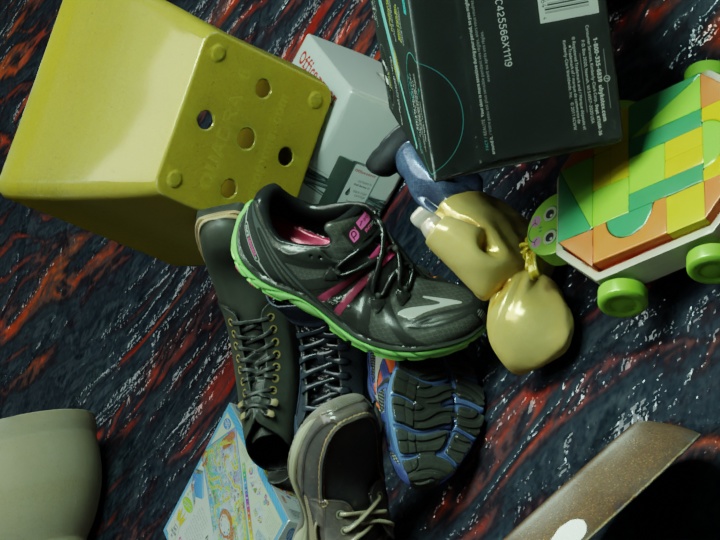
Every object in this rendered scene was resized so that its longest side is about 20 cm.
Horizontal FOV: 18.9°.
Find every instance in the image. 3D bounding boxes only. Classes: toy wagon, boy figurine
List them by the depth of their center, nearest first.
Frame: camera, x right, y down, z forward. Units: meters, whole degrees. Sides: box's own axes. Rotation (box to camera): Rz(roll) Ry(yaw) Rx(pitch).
[{"bbox_3d":[0.176,-0.046,1.393,0.200,0.040,0.156,-23,47,35],"label":"toy wagon"},{"bbox_3d":[0.088,-0.016,1.507,0.064,0.124,0.200,-45,64,28],"label":"boy figurine"}]

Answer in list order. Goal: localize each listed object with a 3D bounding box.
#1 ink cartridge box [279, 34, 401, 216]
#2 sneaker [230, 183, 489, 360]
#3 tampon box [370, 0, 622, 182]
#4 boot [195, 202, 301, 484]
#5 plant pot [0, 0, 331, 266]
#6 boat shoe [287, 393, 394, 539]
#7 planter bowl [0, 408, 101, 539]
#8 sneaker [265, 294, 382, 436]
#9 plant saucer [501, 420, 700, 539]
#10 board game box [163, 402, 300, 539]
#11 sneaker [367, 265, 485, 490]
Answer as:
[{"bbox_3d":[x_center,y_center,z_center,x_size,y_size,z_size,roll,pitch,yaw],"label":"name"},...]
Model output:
[{"bbox_3d":[-0.039,-0.081,1.832,0.200,0.083,0.147,-61,27,14],"label":"ink cartridge box"},{"bbox_3d":[0.000,0.000,1.532,0.077,0.199,0.084,-59,-12,-45],"label":"sneaker"},{"bbox_3d":[0.081,-0.165,1.428,0.200,0.126,0.151,-114,14,-70],"label":"tampon box"},{"bbox_3d":[-0.079,0.057,1.697,0.077,0.200,0.139,-11,46,20],"label":"boot"},{"bbox_3d":[-0.141,-0.114,1.762,0.176,0.200,0.201,13,82,51],"label":"plant pot"},{"bbox_3d":[-0.004,0.171,1.542,0.073,0.074,0.201,47,149,37],"label":"boat shoe"},{"bbox_3d":[-0.336,0.230,2.089,0.200,0.200,0.135,-33,70,51],"label":"planter bowl"},{"bbox_3d":[-0.036,0.054,1.642,0.077,0.146,0.203,-4,63,26],"label":"sneaker"},{"bbox_3d":[0.114,0.151,1.264,0.200,0.035,0.200,-40,-8,-7],"label":"plant saucer"},{"bbox_3d":[-0.100,0.215,1.783,0.135,0.034,0.200,-61,26,15],"label":"board game box"},{"bbox_3d":[0.042,0.087,1.578,0.200,0.075,0.079,-91,20,-48],"label":"sneaker"}]
